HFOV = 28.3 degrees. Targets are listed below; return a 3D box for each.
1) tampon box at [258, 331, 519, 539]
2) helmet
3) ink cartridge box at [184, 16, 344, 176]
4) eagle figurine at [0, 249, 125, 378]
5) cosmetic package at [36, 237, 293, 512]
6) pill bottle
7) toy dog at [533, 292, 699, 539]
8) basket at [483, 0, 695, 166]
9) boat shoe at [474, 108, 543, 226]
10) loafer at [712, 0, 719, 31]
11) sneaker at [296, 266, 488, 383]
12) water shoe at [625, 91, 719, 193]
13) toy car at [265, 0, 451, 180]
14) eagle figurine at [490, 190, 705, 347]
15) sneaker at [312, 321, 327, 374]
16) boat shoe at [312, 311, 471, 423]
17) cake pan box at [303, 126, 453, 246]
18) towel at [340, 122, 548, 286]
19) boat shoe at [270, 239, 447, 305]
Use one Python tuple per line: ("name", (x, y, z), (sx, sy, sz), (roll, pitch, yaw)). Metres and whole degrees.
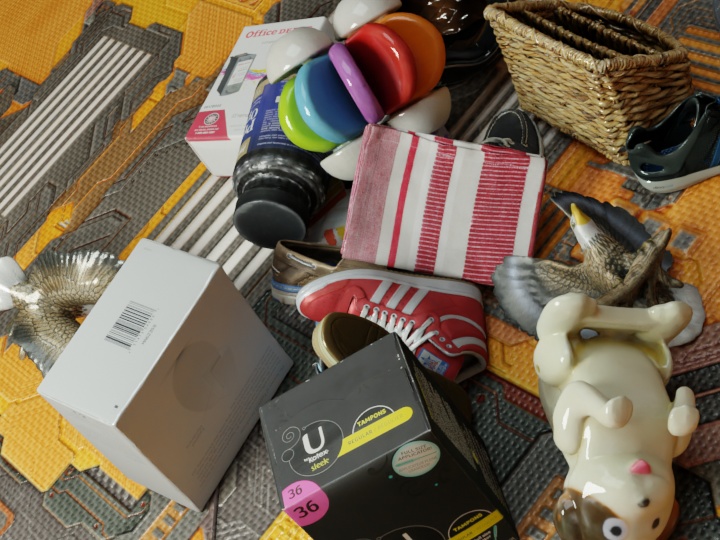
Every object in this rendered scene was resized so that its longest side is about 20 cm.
("tampon box", (0.028, 0.185, 1.297), (0.149, 0.200, 0.127), (-30, 42, 10))
("helmet", (0.090, -0.310, 1.696), (0.190, 0.201, 0.200), (-29, 38, -19))
("ink cartridge box", (-0.116, -0.222, 1.843), (0.147, 0.086, 0.201), (0, 56, 36))
("eagle figurine", (-0.357, 0.047, 1.741), (0.151, 0.153, 0.199), (-34, 31, -27))
("cosmetic package", (-0.200, 0.112, 1.515), (0.122, 0.200, 0.200), (17, 64, 35))
("pill bottle", (-0.086, -0.128, 1.646), (0.111, 0.112, 0.201), (-12, 47, 27))
("toy dog", (0.211, 0.144, 1.242), (0.194, 0.139, 0.201), (131, 143, -49))
("basket", (0.256, -0.235, 1.533), (0.142, 0.149, 0.200), (-38, 41, -12))
("boat shoe", (0.151, -0.110, 1.572), (0.073, 0.060, 0.201), (-7, 50, 32))
("loafer", (0.433, -0.256, 1.515), (0.072, 0.063, 0.201), (-55, 28, 27))
("sneaker", (0.037, 0.062, 1.438), (0.198, 0.071, 0.113), (3, 49, -14))
("water shoe", (0.365, -0.145, 1.438), (0.199, 0.079, 0.072), (-27, 43, 13))
("toy car", (0.003, -0.205, 1.548), (0.199, 0.176, 0.150), (-31, 5, -5))
("eagle figurine", (0.234, -0.004, 1.397), (0.151, 0.152, 0.200), (-2, 2, -17))
("sneaker", (-0.008, 0.093, 1.482), (0.078, 0.090, 0.200), (-38, 39, 10))
("boat shoe", (0.020, 0.110, 1.374), (0.066, 0.200, 0.074), (-23, 40, 41))
("cake pan box", (0.014, -0.073, 1.647), (0.183, 0.052, 0.201), (-10, 48, 26))
("towel", (0.088, -0.066, 1.488), (0.198, 0.023, 0.145), (10, 86, 0))
("boat shoe", (0.000, 0.000, 1.529), (0.198, 0.073, 0.072), (0, 24, 6))
